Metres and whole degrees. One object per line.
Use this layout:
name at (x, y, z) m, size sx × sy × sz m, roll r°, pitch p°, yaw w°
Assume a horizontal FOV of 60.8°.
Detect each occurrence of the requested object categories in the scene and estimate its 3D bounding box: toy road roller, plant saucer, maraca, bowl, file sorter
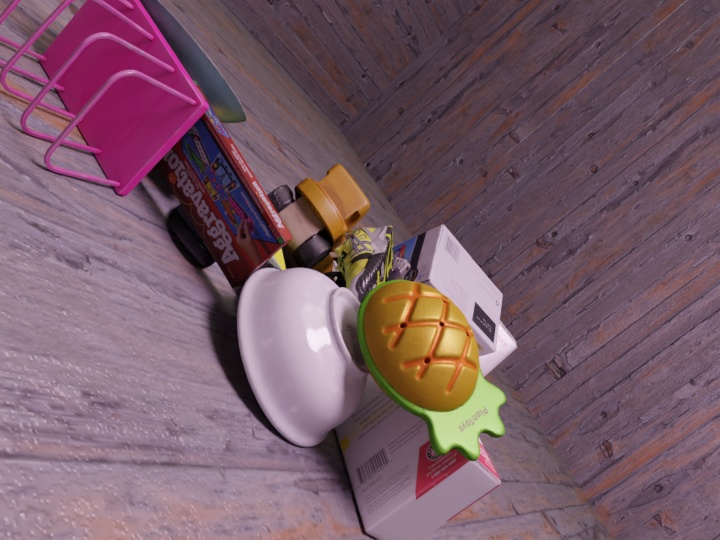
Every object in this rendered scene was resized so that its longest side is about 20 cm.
toy road roller at (-0.064, -0.076, 0.957) m, size 0.124 × 0.145 × 0.200 m, roll 52°, pitch -10°, yaw 6°
plant saucer at (-0.220, -0.253, 0.754) m, size 0.200 × 0.036 × 0.200 m, roll 46°, pitch -6°, yaw 6°
maraca at (0.074, 0.097, 0.641) m, size 0.135 × 0.107 × 0.202 m, roll -26°, pitch 73°, yaw -34°
bowl at (-0.042, 0.079, 0.675) m, size 0.202 × 0.089 × 0.204 m, roll 53°, pitch 25°, yaw -38°
file sorter at (-0.280, -0.207, 0.616) m, size 0.202 × 0.138 × 0.125 m, roll 55°, pitch 15°, yaw 14°

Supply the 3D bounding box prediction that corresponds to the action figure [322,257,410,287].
action figure at (0.024, 0.035, 0.937) m, size 0.117 × 0.104 × 0.199 m, roll -7°, pitch -38°, yaw 48°

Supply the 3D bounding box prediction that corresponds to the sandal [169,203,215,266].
sandal at (-0.193, -0.069, 0.780) m, size 0.076 × 0.043 × 0.201 m, roll 49°, pitch 12°, yaw -21°

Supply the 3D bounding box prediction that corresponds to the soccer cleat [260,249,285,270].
soccer cleat at (-0.124, 0.011, 0.818) m, size 0.201 × 0.063 × 0.085 m, roll -114°, pitch -175°, yaw -59°

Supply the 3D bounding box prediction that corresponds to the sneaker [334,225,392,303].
sneaker at (0.000, 0.000, 0.822) m, size 0.201 × 0.074 × 0.078 m, roll -68°, pitch 158°, yaw -66°

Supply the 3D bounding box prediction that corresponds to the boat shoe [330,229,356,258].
boat shoe at (-0.041, -0.058, 1.075) m, size 0.194 × 0.066 × 0.071 m, roll 12°, pitch 20°, yaw 5°

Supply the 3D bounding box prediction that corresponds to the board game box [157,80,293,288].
board game box at (-0.161, -0.092, 0.677) m, size 0.203 × 0.102 × 0.019 m, roll 57°, pitch 36°, yaw 3°

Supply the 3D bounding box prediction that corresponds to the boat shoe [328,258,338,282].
boat shoe at (-0.032, 0.019, 1.078) m, size 0.060 × 0.077 × 0.201 m, roll 7°, pitch 20°, yaw -9°

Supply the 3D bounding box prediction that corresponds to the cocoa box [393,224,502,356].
cocoa box at (0.140, 0.050, 1.082) m, size 0.200 × 0.129 × 0.135 m, roll 44°, pitch 45°, yaw -27°

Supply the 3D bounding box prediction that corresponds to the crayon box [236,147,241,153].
crayon box at (-0.239, -0.193, 0.804) m, size 0.173 × 0.058 × 0.200 m, roll 49°, pitch -8°, yaw -14°

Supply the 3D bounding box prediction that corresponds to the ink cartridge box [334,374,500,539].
ink cartridge box at (0.053, 0.191, 0.724) m, size 0.083 × 0.144 × 0.202 m, roll 42°, pitch 15°, yaw -38°

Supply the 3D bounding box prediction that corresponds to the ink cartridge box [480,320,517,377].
ink cartridge box at (0.191, 0.159, 1.229) m, size 0.146 × 0.198 × 0.088 m, roll 51°, pitch -12°, yaw 7°
